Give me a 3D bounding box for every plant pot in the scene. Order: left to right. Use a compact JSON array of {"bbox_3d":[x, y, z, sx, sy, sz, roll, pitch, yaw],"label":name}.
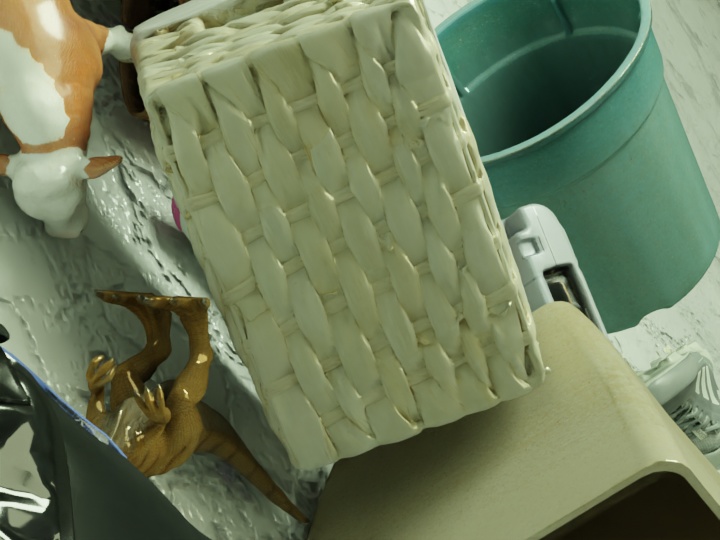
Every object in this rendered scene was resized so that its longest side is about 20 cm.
[{"bbox_3d":[0.090,0.136,0.845,0.200,0.200,0.177,47,18,-31],"label":"plant pot"},{"bbox_3d":[0.144,-0.072,1.245,0.196,0.200,0.200,56,20,-34],"label":"plant pot"}]

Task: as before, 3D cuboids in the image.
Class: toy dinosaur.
[{"bbox_3d":[-0.082,0.063,0.759,0.200,0.060,0.106,2,91,-69],"label":"toy dinosaur"}]

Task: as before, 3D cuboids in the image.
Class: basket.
[{"bbox_3d":[-0.010,-0.029,0.795,0.123,0.135,0.200,-102,171,-72],"label":"basket"}]

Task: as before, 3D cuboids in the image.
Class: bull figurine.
[{"bbox_3d":[-0.155,-0.114,0.788,0.200,0.065,0.121,62,14,-11],"label":"bull figurine"}]

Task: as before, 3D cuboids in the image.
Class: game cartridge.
[{"bbox_3d":[0.101,0.077,1.021,0.041,0.133,0.200,-14,76,-26],"label":"game cartridge"}]

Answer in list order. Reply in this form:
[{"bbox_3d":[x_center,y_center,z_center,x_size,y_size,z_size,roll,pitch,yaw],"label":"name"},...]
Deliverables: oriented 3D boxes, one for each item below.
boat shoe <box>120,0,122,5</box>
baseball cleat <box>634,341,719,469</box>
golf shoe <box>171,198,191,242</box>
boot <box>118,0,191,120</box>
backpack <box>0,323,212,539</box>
[{"bbox_3d":[-0.074,-0.170,1.027,0.200,0.067,0.057,-11,88,-65],"label":"boat shoe"},{"bbox_3d":[0.257,0.108,1.401,0.107,0.070,0.200,62,22,7],"label":"baseball cleat"},{"bbox_3d":[0.000,0.000,0.906,0.200,0.075,0.092,22,19,-27],"label":"golf shoe"},{"bbox_3d":[-0.053,-0.078,0.936,0.155,0.077,0.200,-5,98,-52],"label":"boot"},{"bbox_3d":[-0.095,0.139,0.482,0.200,0.154,0.191,41,20,-27],"label":"backpack"}]
